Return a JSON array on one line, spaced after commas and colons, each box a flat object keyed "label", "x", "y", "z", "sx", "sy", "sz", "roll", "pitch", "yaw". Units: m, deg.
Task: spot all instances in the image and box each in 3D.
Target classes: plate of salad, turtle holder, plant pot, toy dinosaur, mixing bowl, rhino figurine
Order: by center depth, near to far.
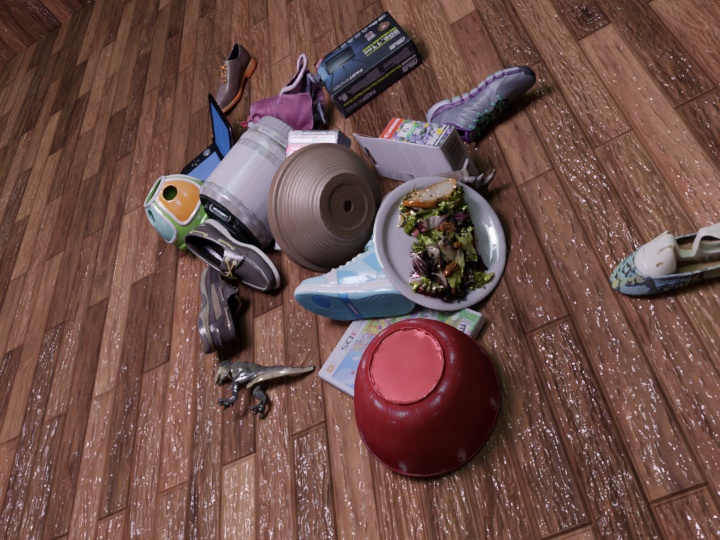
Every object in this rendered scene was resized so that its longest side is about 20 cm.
[{"label": "mixing bowl", "x": 0.069, "y": 0.138, "z": 0.864, "sx": 0.194, "sy": 0.109, "sz": 0.205, "roll": -9, "pitch": 58, "yaw": 15}, {"label": "plate of salad", "x": 0.115, "y": -0.045, "z": 0.981, "sx": 0.194, "sy": 0.048, "sz": 0.206, "roll": 4, "pitch": 68, "yaw": -9}, {"label": "rhino figurine", "x": 0.117, "y": -0.110, "z": 1.077, "sx": 0.196, "sy": 0.088, "sz": 0.061, "roll": -23, "pitch": 46, "yaw": 15}, {"label": "toy dinosaur", "x": -0.169, "y": 0.177, "z": 1.082, "sx": 0.195, "sy": 0.048, "sz": 0.090, "roll": -3, "pitch": 47, "yaw": 30}, {"label": "plant pot", "x": -0.038, "y": -0.097, "z": 1.083, "sx": 0.203, "sy": 0.201, "sz": 0.092, "roll": -54, "pitch": 25, "yaw": -16}, {"label": "turtle holder", "x": -0.352, "y": -0.125, "z": 1.378, "sx": 0.143, "sy": 0.130, "sz": 0.186, "roll": -56, "pitch": 26, "yaw": 7}]

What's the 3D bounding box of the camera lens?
[{"label": "camera lens", "x": -0.185, "y": -0.156, "z": 1.279, "sx": 0.158, "sy": 0.161, "sz": 0.202, "roll": 23, "pitch": 70, "yaw": 44}]

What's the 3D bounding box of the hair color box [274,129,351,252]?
[{"label": "hair color box", "x": -0.079, "y": -0.129, "z": 1.181, "sx": 0.096, "sy": 0.060, "sz": 0.207, "roll": 3, "pitch": 84, "yaw": 21}]

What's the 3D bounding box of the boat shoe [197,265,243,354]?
[{"label": "boat shoe", "x": -0.239, "y": 0.064, "z": 1.217, "sx": 0.071, "sy": 0.076, "sz": 0.203, "roll": -8, "pitch": 42, "yaw": -4}]

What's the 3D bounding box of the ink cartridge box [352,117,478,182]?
[{"label": "ink cartridge box", "x": 0.088, "y": -0.193, "z": 1.150, "sx": 0.197, "sy": 0.109, "sz": 0.051, "roll": 21, "pitch": 67, "yaw": 44}]

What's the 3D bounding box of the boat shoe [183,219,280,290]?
[{"label": "boat shoe", "x": -0.226, "y": -0.017, "z": 1.224, "sx": 0.199, "sy": 0.073, "sz": 0.060, "roll": 32, "pitch": 41, "yaw": 25}]

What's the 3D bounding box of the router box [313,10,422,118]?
[{"label": "router box", "x": 0.011, "y": -0.422, "z": 1.429, "sx": 0.198, "sy": 0.062, "sz": 0.151, "roll": -34, "pitch": 44, "yaw": 7}]

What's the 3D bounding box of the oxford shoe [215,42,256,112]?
[{"label": "oxford shoe", "x": -0.322, "y": -0.461, "z": 1.694, "sx": 0.070, "sy": 0.073, "sz": 0.204, "roll": -3, "pitch": 54, "yaw": 32}]

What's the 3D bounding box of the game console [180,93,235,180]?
[{"label": "game console", "x": -0.330, "y": -0.248, "z": 1.492, "sx": 0.171, "sy": 0.119, "sz": 0.201, "roll": -38, "pitch": 42, "yaw": 2}]

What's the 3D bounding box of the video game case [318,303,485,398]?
[{"label": "video game case", "x": 0.054, "y": 0.110, "z": 0.991, "sx": 0.197, "sy": 0.022, "sz": 0.184, "roll": 20, "pitch": 70, "yaw": 44}]

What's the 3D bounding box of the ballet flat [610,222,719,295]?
[{"label": "ballet flat", "x": 0.389, "y": -0.023, "z": 0.825, "sx": 0.195, "sy": 0.074, "sz": 0.076, "roll": -16, "pitch": 47, "yaw": 25}]

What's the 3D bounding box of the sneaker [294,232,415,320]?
[{"label": "sneaker", "x": 0.000, "y": 0.000, "z": 1.052, "sx": 0.194, "sy": 0.080, "sz": 0.133, "roll": -2, "pitch": 56, "yaw": 24}]

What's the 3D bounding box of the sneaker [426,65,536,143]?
[{"label": "sneaker", "x": 0.205, "y": -0.259, "z": 1.164, "sx": 0.196, "sy": 0.074, "sz": 0.090, "roll": -22, "pitch": 61, "yaw": 30}]

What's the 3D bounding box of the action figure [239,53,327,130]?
[{"label": "action figure", "x": -0.167, "y": -0.322, "z": 1.417, "sx": 0.195, "sy": 0.150, "sz": 0.137, "roll": -8, "pitch": 55, "yaw": 22}]
